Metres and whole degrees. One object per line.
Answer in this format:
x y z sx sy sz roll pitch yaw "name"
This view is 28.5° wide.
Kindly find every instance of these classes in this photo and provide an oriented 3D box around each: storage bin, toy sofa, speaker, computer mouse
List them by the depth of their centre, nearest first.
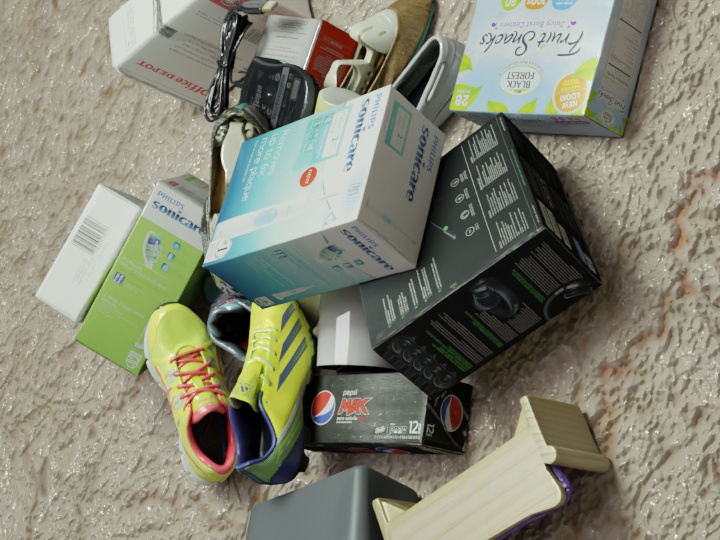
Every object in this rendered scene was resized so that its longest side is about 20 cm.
0.113 0.199 1.207 0.200 0.083 0.098 -40 54 29 "toy sofa"
-0.036 0.268 1.306 0.199 0.145 0.135 -27 46 37 "storage bin"
0.000 0.000 1.386 0.081 0.081 0.201 -6 77 45 "speaker"
-0.091 -0.218 1.518 0.200 0.046 0.141 15 95 50 "computer mouse"

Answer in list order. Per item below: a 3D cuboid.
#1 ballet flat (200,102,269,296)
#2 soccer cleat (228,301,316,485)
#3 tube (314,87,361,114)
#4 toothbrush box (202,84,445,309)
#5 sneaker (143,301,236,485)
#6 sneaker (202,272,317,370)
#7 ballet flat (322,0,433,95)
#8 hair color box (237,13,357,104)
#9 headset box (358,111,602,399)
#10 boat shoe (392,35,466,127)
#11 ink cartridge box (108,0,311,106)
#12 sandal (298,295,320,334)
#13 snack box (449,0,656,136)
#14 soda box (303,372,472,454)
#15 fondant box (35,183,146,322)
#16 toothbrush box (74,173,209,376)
-0.131 -0.073 1.456 0.072 0.072 0.202 5 92 47 "ballet flat"
-0.090 0.104 1.356 0.065 0.083 0.201 -20 64 40 "soccer cleat"
-0.039 -0.089 1.473 0.052 0.058 0.201 19 120 9 "tube"
-0.033 -0.063 1.286 0.199 0.085 0.147 -14 50 41 "toothbrush box"
-0.167 0.127 1.481 0.090 0.078 0.201 164 86 -73 "sneaker"
-0.124 0.044 1.506 0.200 0.095 0.080 42 105 46 "sneaker"
0.005 -0.214 1.487 0.201 0.072 0.068 -60 39 10 "ballet flat"
-0.085 -0.179 1.578 0.101 0.061 0.201 17 87 47 "hair color box"
0.089 -0.009 1.254 0.200 0.093 0.175 -37 36 18 "headset box"
0.038 -0.155 1.433 0.200 0.065 0.074 -55 44 19 "boat shoe"
-0.178 -0.292 1.655 0.200 0.145 0.085 -34 54 32 "ink cartridge box"
-0.066 -0.024 1.456 0.077 0.070 0.213 -1 87 9 "sandal"
0.184 -0.230 1.311 0.168 0.067 0.201 8 83 47 "snack box"
0.010 0.137 1.352 0.199 0.063 0.071 -6 70 44 "soda box"
-0.288 -0.015 1.627 0.058 0.200 0.145 30 90 5 "fondant box"
-0.219 0.002 1.577 0.201 0.086 0.146 -59 -2 10 "toothbrush box"
